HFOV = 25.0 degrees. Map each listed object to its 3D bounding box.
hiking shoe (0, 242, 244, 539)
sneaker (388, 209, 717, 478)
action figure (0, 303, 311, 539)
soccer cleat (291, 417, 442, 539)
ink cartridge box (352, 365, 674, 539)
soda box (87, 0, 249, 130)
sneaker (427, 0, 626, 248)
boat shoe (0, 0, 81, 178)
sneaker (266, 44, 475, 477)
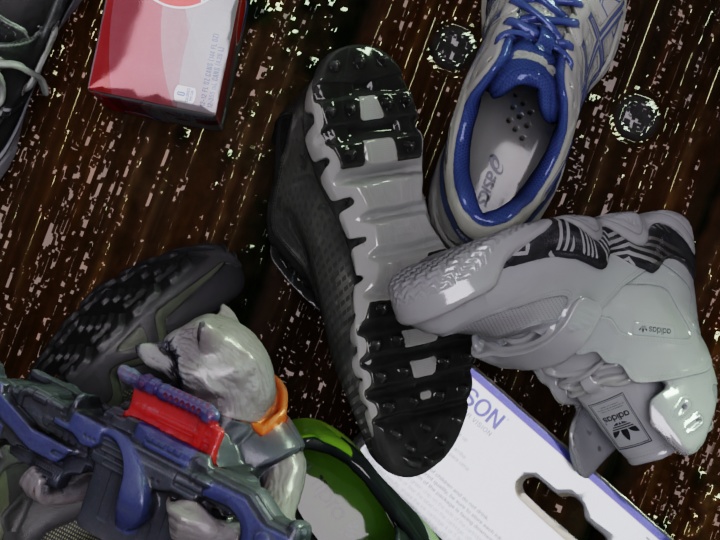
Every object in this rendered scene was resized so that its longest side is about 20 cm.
[{"bbox_3d":[-0.114,0.078,0.781,0.101,0.076,0.200,45,80,-24],"label":"hiking shoe"},{"bbox_3d":[0.099,0.037,0.733,0.075,0.200,0.115,-21,81,41],"label":"sneaker"},{"bbox_3d":[-0.093,0.098,0.697,0.200,0.105,0.194,31,113,26],"label":"action figure"},{"bbox_3d":[0.024,0.150,0.730,0.068,0.081,0.200,-42,90,-3],"label":"soccer cleat"},{"bbox_3d":[0.049,0.173,0.791,0.200,0.041,0.200,42,87,0],"label":"ink cartridge box"},{"bbox_3d":[-0.078,-0.172,0.781,0.063,0.070,0.200,11,88,-1],"label":"soda box"},{"bbox_3d":[0.088,-0.101,0.779,0.075,0.088,0.200,14,86,0],"label":"sneaker"},{"bbox_3d":[-0.178,-0.109,0.775,0.074,0.068,0.199,35,87,-1],"label":"boat shoe"},{"bbox_3d":[0.000,0.000,0.774,0.066,0.090,0.200,-9,85,-31],"label":"sneaker"}]
